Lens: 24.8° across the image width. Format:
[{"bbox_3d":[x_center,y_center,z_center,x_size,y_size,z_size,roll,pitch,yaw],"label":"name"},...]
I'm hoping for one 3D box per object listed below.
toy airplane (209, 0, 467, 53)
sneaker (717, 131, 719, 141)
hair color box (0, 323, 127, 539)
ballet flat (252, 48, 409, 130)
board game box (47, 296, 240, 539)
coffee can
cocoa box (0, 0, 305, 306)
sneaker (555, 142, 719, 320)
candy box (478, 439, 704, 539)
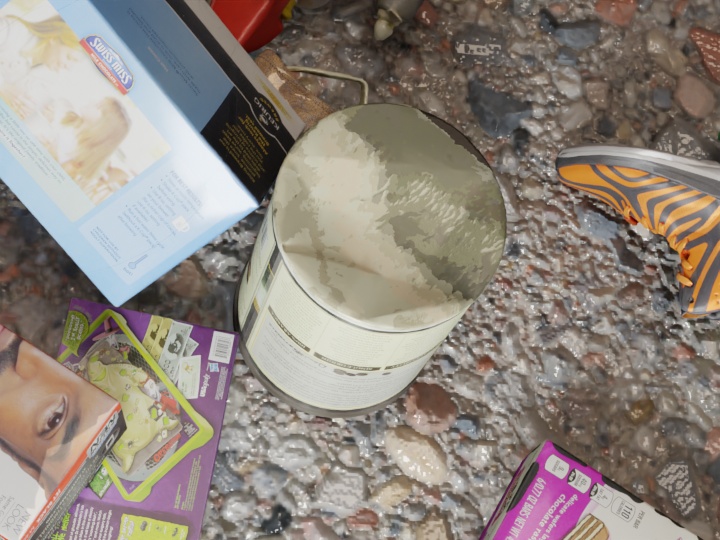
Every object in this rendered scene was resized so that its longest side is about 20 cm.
[{"bbox_3d":[-0.035,-0.251,1.185,0.197,0.141,0.201,-15,64,-6],"label":"toy airplane"},{"bbox_3d":[0.304,-0.019,1.218,0.083,0.074,0.202,-7,75,17],"label":"sneaker"},{"bbox_3d":[-0.261,0.083,1.040,0.199,0.064,0.111,31,69,9],"label":"hair color box"},{"bbox_3d":[0.003,-0.096,1.150,0.199,0.068,0.068,26,85,-22],"label":"ballet flat"},{"bbox_3d":[-0.156,0.125,1.082,0.119,0.032,0.202,14,68,-9],"label":"board game box"},{"bbox_3d":[0.000,0.000,1.067,0.145,0.200,0.148,4,70,-10],"label":"coffee can"},{"bbox_3d":[-0.154,-0.108,1.029,0.200,0.133,0.131,50,26,-15],"label":"cocoa box"},{"bbox_3d":[0.224,-0.026,1.174,0.199,0.077,0.113,14,93,30],"label":"sneaker"},{"bbox_3d":[0.170,0.227,1.094,0.199,0.061,0.137,32,67,1],"label":"candy box"}]
